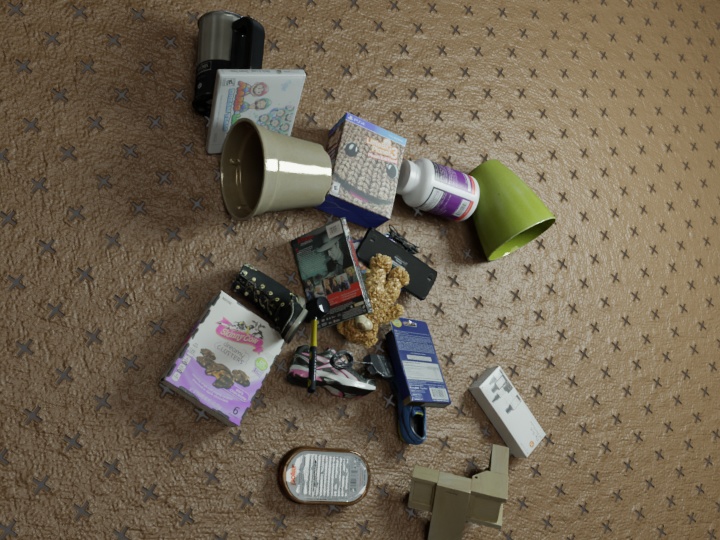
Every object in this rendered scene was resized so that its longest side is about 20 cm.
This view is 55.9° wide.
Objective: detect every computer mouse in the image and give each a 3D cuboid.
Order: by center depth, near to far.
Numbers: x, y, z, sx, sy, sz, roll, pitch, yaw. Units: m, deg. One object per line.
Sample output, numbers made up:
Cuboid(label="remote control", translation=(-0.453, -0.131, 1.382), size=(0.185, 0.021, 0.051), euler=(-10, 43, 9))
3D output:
Cuboid(label="computer mouse", translation=(0.004, 0.200, 1.407), size=(0.198, 0.034, 0.059), euler=(16, 41, -45))

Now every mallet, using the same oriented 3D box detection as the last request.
Cuboid(label="mallet", translation=(-0.088, 0.144, 1.361), size=(0.041, 0.066, 0.202), euler=(26, 42, -35))

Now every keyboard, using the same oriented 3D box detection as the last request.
Cuboid(label="keyboard", translation=(0.086, -0.025, 1.524), size=(0.199, 0.040, 0.105), euler=(34, 87, -18))

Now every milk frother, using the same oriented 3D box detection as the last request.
Cuboid(label="milk frother", translation=(-0.245, -0.420, 1.448), size=(0.200, 0.178, 0.192), euler=(30, 58, -64))

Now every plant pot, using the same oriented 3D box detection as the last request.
Cuboid(label="plant pot", translation=(-0.166, -0.202, 1.402), size=(0.181, 0.199, 0.204), euler=(-2, 79, -37))
Cuboid(label="plant pot", translation=(0.339, -0.159, 1.640), size=(0.185, 0.187, 0.202), euler=(-21, 74, -28))

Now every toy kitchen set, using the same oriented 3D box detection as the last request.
Cuboid(label="toy kitchen set", translation=(0.211, 0.486, 1.484), size=(0.196, 0.181, 0.166), euler=(10, 113, 10))

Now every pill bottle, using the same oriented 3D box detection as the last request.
Cuboid(label="pill bottle", translation=(0.172, -0.190, 1.577), size=(0.197, 0.112, 0.114), euler=(15, 72, -30))

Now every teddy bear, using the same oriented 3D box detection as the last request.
Cuboid(label="teddy bear", translation=(0.031, 0.063, 1.449), size=(0.200, 0.066, 0.146), euler=(-43, 110, -20))

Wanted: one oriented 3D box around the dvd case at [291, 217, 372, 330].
Cuboid(label="dvd case", translation=(-0.062, 0.009, 1.419), size=(0.022, 0.144, 0.203), euler=(-10, 81, -57))

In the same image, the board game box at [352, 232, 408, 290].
Cuboid(label="board game box", translation=(0.000, 0.000, 1.505), size=(0.197, 0.034, 0.138), euler=(-13, 84, -28))

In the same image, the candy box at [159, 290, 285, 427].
Cuboid(label="candy box", translation=(-0.262, 0.171, 1.319), size=(0.167, 0.071, 0.202), euler=(35, 66, -15))

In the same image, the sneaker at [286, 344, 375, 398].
Cuboid(label="sneaker", translation=(-0.052, 0.204, 1.412), size=(0.198, 0.080, 0.088), euler=(20, 59, -26))

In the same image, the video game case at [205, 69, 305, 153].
Cuboid(label="video game case", translation=(-0.217, -0.324, 1.392), size=(0.179, 0.201, 0.024), euler=(-8, 55, -27))

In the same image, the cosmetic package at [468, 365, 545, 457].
Cuboid(label="cosmetic package", translation=(0.343, 0.330, 1.584), size=(0.082, 0.051, 0.201), euler=(-37, 95, -27))

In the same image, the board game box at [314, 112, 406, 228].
Cuboid(label="board game box", translation=(-0.001, -0.219, 1.522), size=(0.157, 0.097, 0.203), euler=(19, 71, -21))

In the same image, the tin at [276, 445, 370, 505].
Cuboid(label="tin", translation=(-0.070, 0.415, 1.375), size=(0.197, 0.042, 0.114), euler=(10, 70, -23))

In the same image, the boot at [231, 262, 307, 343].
Cuboid(label="boot", translation=(-0.182, 0.061, 1.327), size=(0.153, 0.204, 0.074), euler=(34, 98, -11))

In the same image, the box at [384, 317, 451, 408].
Cuboid(label="box", translation=(0.121, 0.199, 1.480), size=(0.120, 0.032, 0.203), euler=(12, 52, -37))

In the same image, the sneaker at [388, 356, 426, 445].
Cuboid(label="sneaker", translation=(0.110, 0.273, 1.471), size=(0.065, 0.078, 0.204), euler=(-4, 78, -24))
